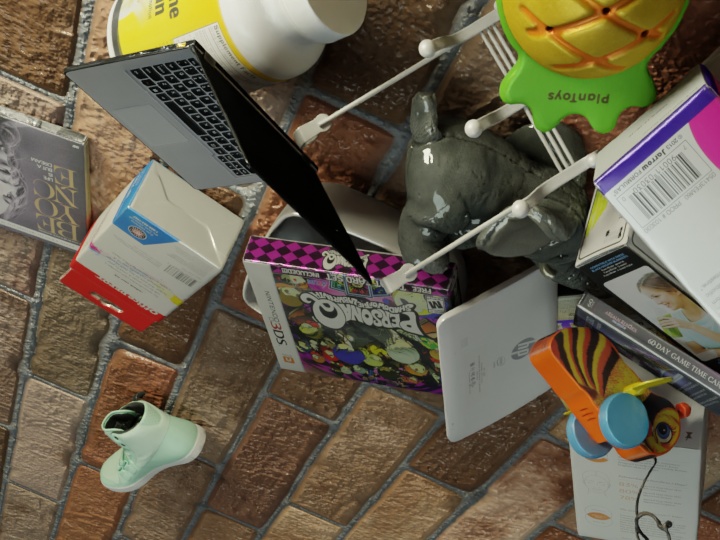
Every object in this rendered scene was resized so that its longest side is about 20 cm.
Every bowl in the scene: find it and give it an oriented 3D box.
[{"bbox_3d":[0.000,0.000,1.263,0.198,0.075,0.200,26,146,-6],"label":"bowl"}]

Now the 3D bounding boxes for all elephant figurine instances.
[{"bbox_3d":[0.135,-0.057,1.085,0.197,0.144,0.155,9,-178,6],"label":"elephant figurine"}]

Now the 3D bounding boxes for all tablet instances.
[{"bbox_3d":[0.132,0.079,1.226,0.014,0.129,0.201,52,163,36],"label":"tablet"}]

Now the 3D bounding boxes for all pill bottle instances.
[{"bbox_3d":[-0.095,-0.195,1.011,0.198,0.113,0.112,-12,135,38],"label":"pill bottle"}]

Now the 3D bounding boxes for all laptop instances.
[{"bbox_3d":[-0.108,-0.073,1.001,0.197,0.118,0.187,-5,151,29],"label":"laptop"}]

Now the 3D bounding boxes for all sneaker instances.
[{"bbox_3d":[-0.309,0.225,1.729,0.199,0.075,0.118,-28,130,36],"label":"sneaker"}]

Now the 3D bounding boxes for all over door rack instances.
[{"bbox_3d":[0.064,-0.091,0.983,0.198,0.067,0.149,-31,89,9],"label":"over door rack"}]

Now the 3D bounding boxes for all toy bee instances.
[{"bbox_3d":[0.234,0.129,1.153,0.130,0.108,0.203,3,118,53],"label":"toy bee"}]

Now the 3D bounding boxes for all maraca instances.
[{"bbox_3d":[0.157,-0.180,0.888,0.135,0.108,0.202,3,129,2],"label":"maraca"}]

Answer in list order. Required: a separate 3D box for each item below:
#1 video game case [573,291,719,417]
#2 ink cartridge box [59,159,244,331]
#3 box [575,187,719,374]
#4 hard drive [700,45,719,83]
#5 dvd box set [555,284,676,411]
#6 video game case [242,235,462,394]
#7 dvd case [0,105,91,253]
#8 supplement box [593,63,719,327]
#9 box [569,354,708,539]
[{"bbox_3d":[0.273,0.086,1.131,0.199,0.019,0.143,34,177,11],"label":"video game case"},{"bbox_3d":[-0.221,-0.019,1.357,0.115,0.068,0.199,34,144,-18],"label":"ink cartridge box"},{"bbox_3d":[0.276,-0.004,1.078,0.199,0.118,0.060,35,146,-22],"label":"box"},{"bbox_3d":[0.289,-0.098,0.949,0.132,0.026,0.200,43,129,-2],"label":"hard drive"},{"bbox_3d":[0.241,0.077,1.279,0.145,0.030,0.201,-6,137,33],"label":"dvd box set"},{"bbox_3d":[0.002,0.046,1.229,0.197,0.036,0.182,8,145,16],"label":"video game case"},{"bbox_3d":[-0.353,-0.096,1.367,0.147,0.016,0.201,19,146,2],"label":"dvd case"},{"bbox_3d":[0.265,-0.030,0.907,0.101,0.103,0.200,-41,95,20],"label":"supplement box"},{"bbox_3d":[0.276,0.180,1.287,0.122,0.098,0.201,6,143,17],"label":"box"}]
